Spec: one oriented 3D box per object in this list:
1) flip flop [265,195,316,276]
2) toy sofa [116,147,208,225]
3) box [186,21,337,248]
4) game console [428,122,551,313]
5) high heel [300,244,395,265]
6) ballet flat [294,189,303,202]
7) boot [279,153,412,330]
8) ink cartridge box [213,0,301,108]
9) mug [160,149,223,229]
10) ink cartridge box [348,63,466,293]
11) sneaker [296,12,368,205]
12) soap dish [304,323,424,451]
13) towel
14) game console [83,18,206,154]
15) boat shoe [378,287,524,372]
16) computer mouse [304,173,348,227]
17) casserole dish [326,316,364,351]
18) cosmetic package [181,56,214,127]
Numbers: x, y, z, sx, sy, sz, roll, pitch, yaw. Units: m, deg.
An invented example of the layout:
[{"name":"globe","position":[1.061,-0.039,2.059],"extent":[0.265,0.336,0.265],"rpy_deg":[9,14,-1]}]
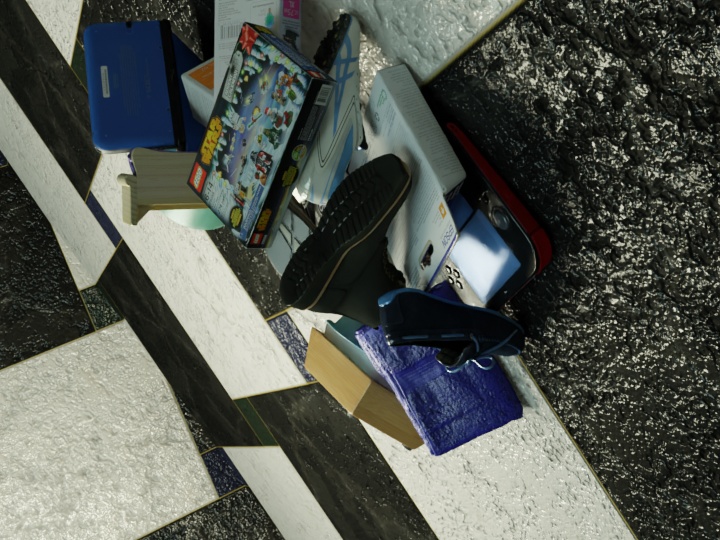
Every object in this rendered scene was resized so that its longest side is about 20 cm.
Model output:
[{"name":"flip flop","position":[-0.098,-0.064,1.161],"extent":[0.200,0.057,0.081],"rpy_deg":[49,122,14]},{"name":"toy sofa","position":[-0.213,-0.111,1.230],"extent":[0.083,0.197,0.099],"rpy_deg":[-164,72,-67]},{"name":"box","position":[-0.112,-0.145,1.017],"extent":[0.137,0.040,0.202],"rpy_deg":[43,119,37]},{"name":"game console","position":[0.117,-0.046,1.025],"extent":[0.177,0.031,0.200],"rpy_deg":[51,156,9]},{"name":"high heel","position":[0.000,0.000,1.127],"extent":[0.199,0.095,0.068],"rpy_deg":[15,-133,-56]},{"name":"ballet flat","position":[-0.092,-0.120,1.275],"extent":[0.068,0.070,0.199],"rpy_deg":[54,159,-16]},{"name":"boot","position":[0.020,-0.025,1.014],"extent":[0.200,0.137,0.078],"rpy_deg":[-47,42,28]},{"name":"ink cartridge box","position":[-0.120,-0.224,1.077],"extent":[0.118,0.042,0.204],"rpy_deg":[5,93,43]},{"name":"mug","position":[-0.240,-0.168,1.395],"extent":[0.186,0.151,0.115],"rpy_deg":[53,141,15]},{"name":"ink cartridge box","position":[0.056,-0.083,1.018],"extent":[0.200,0.040,0.202],"rpy_deg":[113,136,-63]},{"name":"sneaker","position":[-0.023,-0.171,1.012],"extent":[0.072,0.071,0.204],"rpy_deg":[-156,74,-67]},{"name":"soap dish","position":[0.016,0.165,1.344],"extent":[0.157,0.082,0.200],"rpy_deg":[34,180,-32]},{"name":"towel","position":[0.097,0.130,1.185],"extent":[0.147,0.050,0.201],"rpy_deg":[-30,98,26]},{"name":"game console","position":[-0.280,-0.226,1.283],"extent":[0.119,0.168,0.203],"rpy_deg":[109,152,-62]},{"name":"boat shoe","position":[0.098,0.078,1.041],"extent":[0.084,0.197,0.070],"rpy_deg":[-34,48,53]},{"name":"computer mouse","position":[-0.037,-0.063,1.165],"extent":[0.111,0.043,0.200],"rpy_deg":[67,154,20]},{"name":"casserole dish","position":[0.043,0.113,1.293],"extent":[0.199,0.039,0.121],"rpy_deg":[34,179,4]},{"name":"cosmetic package","position":[-0.128,-0.206,1.193],"extent":[0.199,0.101,0.072],"rpy_deg":[36,150,35]}]
